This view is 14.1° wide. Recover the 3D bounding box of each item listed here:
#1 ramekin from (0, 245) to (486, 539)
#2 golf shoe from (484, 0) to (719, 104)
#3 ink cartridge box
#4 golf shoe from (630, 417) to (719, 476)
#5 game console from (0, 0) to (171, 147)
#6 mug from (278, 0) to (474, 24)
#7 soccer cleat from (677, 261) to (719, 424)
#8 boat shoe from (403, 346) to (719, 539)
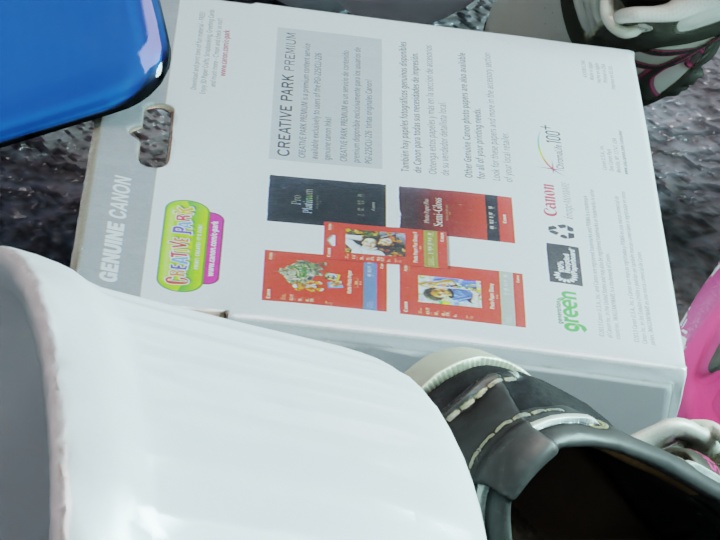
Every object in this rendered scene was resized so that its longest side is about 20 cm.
[{"bbox_3d":[-0.048,0.101,0.613,0.098,0.201,0.201,10,30,-20],"label":"ramekin"},{"bbox_3d":[0.100,-0.106,1.008,0.088,0.200,0.077,-10,81,-43],"label":"golf shoe"},{"bbox_3d":[0.000,0.000,0.897,0.175,0.084,0.200,8,31,-3],"label":"ink cartridge box"},{"bbox_3d":[0.106,0.085,0.794,0.200,0.088,0.077,-9,35,-33],"label":"golf shoe"},{"bbox_3d":[-0.160,-0.081,0.958,0.200,0.119,0.171,-16,-1,3],"label":"game console"},{"bbox_3d":[0.025,-0.178,1.071,0.148,0.175,0.200,30,44,-40],"label":"mug"},{"bbox_3d":[0.164,-0.016,0.948,0.200,0.070,0.086,-45,24,-10],"label":"soccer cleat"},{"bbox_3d":[0.086,0.094,0.715,0.200,0.072,0.068,40,-16,-27],"label":"boat shoe"}]
